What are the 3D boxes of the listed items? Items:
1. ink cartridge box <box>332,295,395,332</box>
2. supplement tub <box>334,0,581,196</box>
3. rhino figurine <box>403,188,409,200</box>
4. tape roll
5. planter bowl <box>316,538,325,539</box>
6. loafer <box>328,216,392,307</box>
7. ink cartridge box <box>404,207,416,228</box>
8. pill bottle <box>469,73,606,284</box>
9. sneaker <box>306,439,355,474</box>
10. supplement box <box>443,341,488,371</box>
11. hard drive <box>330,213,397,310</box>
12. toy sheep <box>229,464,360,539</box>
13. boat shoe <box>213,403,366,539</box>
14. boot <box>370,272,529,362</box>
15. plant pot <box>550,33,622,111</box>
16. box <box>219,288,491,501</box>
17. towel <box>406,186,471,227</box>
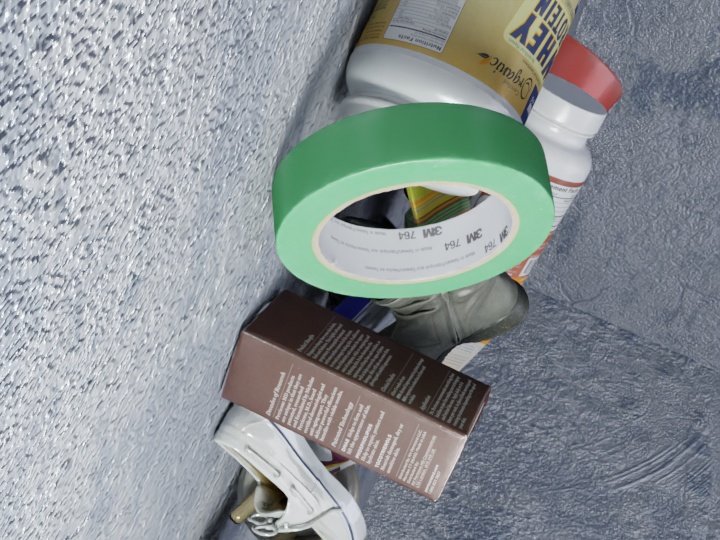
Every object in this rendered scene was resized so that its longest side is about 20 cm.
[{"bbox_3d":[-0.004,0.057,1.227,0.200,0.041,0.200,-45,163,3],"label":"ink cartridge box"},{"bbox_3d":[0.076,-0.172,0.989,0.144,0.144,0.200,73,42,-78],"label":"supplement tub"},{"bbox_3d":[0.092,-0.148,1.469,0.087,0.060,0.200,-48,160,-35],"label":"rhino figurine"},{"bbox_3d":[0.037,-0.045,0.924,0.200,0.200,0.048,98,-12,-63],"label":"tape roll"},{"bbox_3d":[-0.076,0.333,1.270,0.200,0.200,0.084,90,-20,-71],"label":"planter bowl"},{"bbox_3d":[0.000,0.000,1.259,0.201,0.068,0.070,98,8,-75],"label":"loafer"},{"bbox_3d":[0.124,-0.061,1.443,0.146,0.084,0.200,-46,171,-9],"label":"ink cartridge box"},{"bbox_3d":[0.152,-0.087,1.247,0.200,0.112,0.112,-62,174,22],"label":"pill bottle"},{"bbox_3d":[0.014,0.138,1.262,0.200,0.075,0.090,-25,160,-48],"label":"sneaker"},{"bbox_3d":[0.037,0.111,1.439,0.200,0.074,0.126,-46,155,10],"label":"supplement box"},{"bbox_3d":[-0.002,0.044,1.471,0.200,0.042,0.135,105,12,-50],"label":"hard drive"},{"bbox_3d":[-0.065,0.228,1.315,0.138,0.138,0.200,-64,-175,-12],"label":"toy sheep"},{"bbox_3d":[-0.069,0.202,1.146,0.086,0.075,0.202,-50,129,-25],"label":"boat shoe"},{"bbox_3d":[0.041,0.039,1.128,0.200,0.068,0.131,-32,144,16],"label":"boot"},{"bbox_3d":[0.213,-0.212,1.685,0.177,0.200,0.200,-55,171,-3],"label":"plant pot"},{"bbox_3d":[-0.003,0.100,1.064,0.075,0.200,0.100,-67,172,25],"label":"box"},{"bbox_3d":[0.064,-0.098,1.142,0.086,0.018,0.200,-36,117,-50],"label":"towel"}]
